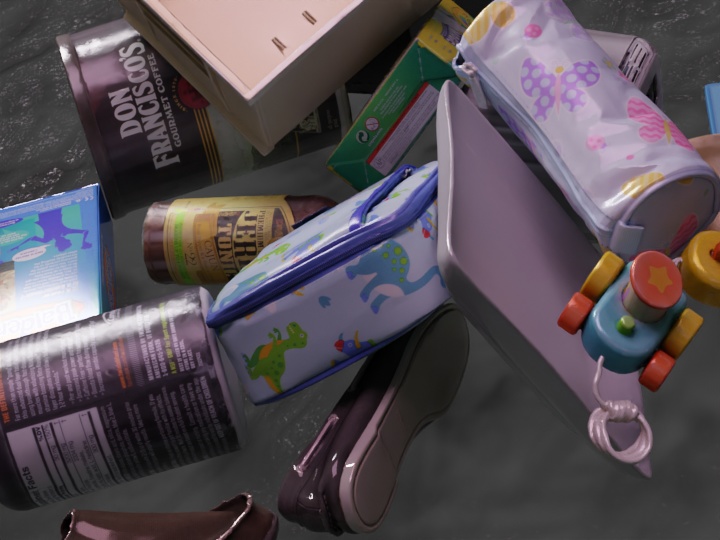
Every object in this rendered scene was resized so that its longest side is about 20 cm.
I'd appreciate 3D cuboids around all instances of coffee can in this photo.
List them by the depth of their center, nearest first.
[{"bbox_3d":[-0.121,-0.141,1.327,0.198,0.148,0.147,-19,34,-7],"label":"coffee can"}]

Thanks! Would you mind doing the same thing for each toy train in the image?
[{"bbox_3d":[0.213,0.037,0.956,0.198,0.056,0.152,-7,59,-20],"label":"toy train"}]

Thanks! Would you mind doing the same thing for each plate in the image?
[{"bbox_3d":[0.101,0.007,1.021,0.032,0.200,0.201,-32,28,23],"label":"plate"}]

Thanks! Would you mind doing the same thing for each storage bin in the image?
[{"bbox_3d":[-0.063,-0.224,1.223,0.200,0.094,0.198,-42,69,-11],"label":"storage bin"}]

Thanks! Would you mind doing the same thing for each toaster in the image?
[{"bbox_3d":[0.137,-0.094,1.200,0.128,0.115,0.201,6,39,23],"label":"toaster"}]

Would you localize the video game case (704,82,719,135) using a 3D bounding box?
[{"bbox_3d":[0.353,-0.105,1.221,0.197,0.018,0.144,-7,36,11],"label":"video game case"}]

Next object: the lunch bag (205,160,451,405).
[{"bbox_3d":[0.000,0.000,1.067,0.160,0.083,0.200,-27,7,19],"label":"lunch bag"}]

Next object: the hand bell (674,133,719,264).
[{"bbox_3d":[0.240,0.020,1.046,0.103,0.105,0.201,-14,46,0],"label":"hand bell"}]

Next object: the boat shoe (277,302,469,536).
[{"bbox_3d":[0.010,0.083,1.033,0.056,0.067,0.200,-2,32,28],"label":"boat shoe"}]

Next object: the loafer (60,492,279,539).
[{"bbox_3d":[-0.141,0.166,0.949,0.198,0.072,0.073,-22,9,-11],"label":"loafer"}]

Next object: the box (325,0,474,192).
[{"bbox_3d":[0.038,-0.133,1.260,0.048,0.118,0.200,36,21,-5],"label":"box"}]

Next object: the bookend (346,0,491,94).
[{"bbox_3d":[0.033,-0.283,1.427,0.091,0.202,0.199,6,40,26],"label":"bookend"}]

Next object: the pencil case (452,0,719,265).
[{"bbox_3d":[0.139,-0.091,1.064,0.090,0.084,0.201,-3,44,-39],"label":"pencil case"}]

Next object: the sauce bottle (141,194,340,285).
[{"bbox_3d":[-0.057,-0.023,1.211,0.198,0.065,0.065,-3,36,18],"label":"sauce bottle"}]

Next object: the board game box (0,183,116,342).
[{"bbox_3d":[-0.254,0.022,1.234,0.150,0.045,0.201,-14,34,0],"label":"board game box"}]

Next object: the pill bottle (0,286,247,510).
[{"bbox_3d":[-0.177,0.086,1.062,0.198,0.107,0.107,-15,34,-1],"label":"pill bottle"}]
